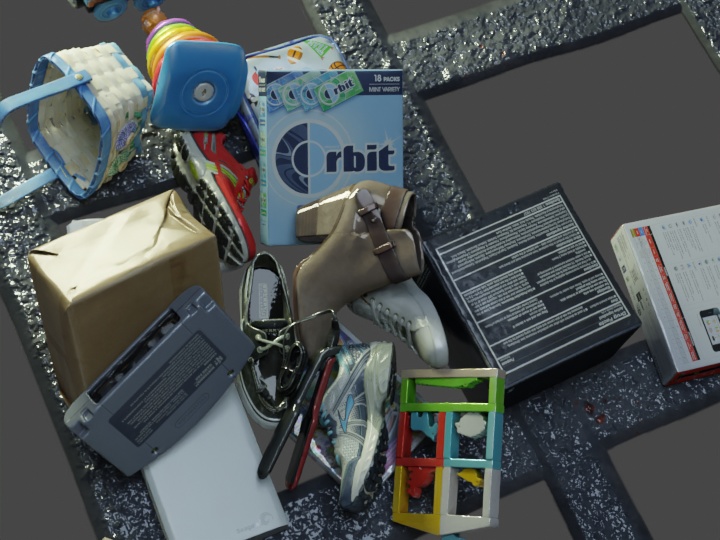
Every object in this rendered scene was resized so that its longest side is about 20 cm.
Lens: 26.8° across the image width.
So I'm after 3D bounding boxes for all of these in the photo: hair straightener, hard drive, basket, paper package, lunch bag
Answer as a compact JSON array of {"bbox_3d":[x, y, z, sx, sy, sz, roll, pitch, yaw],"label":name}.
[{"bbox_3d":[-0.074,0.135,1.657,0.076,0.041,0.202,20,90,-17],"label":"hair straightener"},{"bbox_3d":[-0.176,0.213,1.677,0.131,0.026,0.202,-17,70,-18],"label":"hard drive"},{"bbox_3d":[-0.341,-0.164,1.735,0.199,0.177,0.140,-27,69,-31],"label":"basket"},{"bbox_3d":[-0.243,0.045,1.633,0.189,0.202,0.103,-26,45,-23],"label":"paper package"},{"bbox_3d":[-0.074,-0.187,1.854,0.159,0.076,0.202,-21,72,-16],"label":"lunch bag"}]

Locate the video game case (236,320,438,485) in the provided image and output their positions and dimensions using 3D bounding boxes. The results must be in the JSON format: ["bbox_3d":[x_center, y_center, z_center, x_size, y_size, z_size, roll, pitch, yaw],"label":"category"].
[{"bbox_3d":[-0.024,0.151,1.738,0.200,0.018,0.143,41,66,9],"label":"video game case"}]

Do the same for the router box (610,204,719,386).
[{"bbox_3d":[0.426,0.026,1.865,0.177,0.049,0.202,-10,68,-15],"label":"router box"}]

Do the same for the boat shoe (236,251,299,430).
[{"bbox_3d":[-0.107,0.078,1.710,0.070,0.064,0.202,-4,67,-12],"label":"boat shoe"}]

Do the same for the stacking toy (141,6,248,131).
[{"bbox_3d":[-0.224,-0.263,1.838,0.109,0.117,0.200,0,34,-31],"label":"stacking toy"}]

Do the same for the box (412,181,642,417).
[{"bbox_3d":[0.185,0.038,1.771,0.198,0.124,0.200,-22,71,-18],"label":"box"}]

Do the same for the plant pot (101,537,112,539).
[{"bbox_3d":[-0.208,0.402,1.501,0.175,0.200,0.202,16,63,-15],"label":"plant pot"}]

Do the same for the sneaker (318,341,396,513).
[{"bbox_3d":[-0.011,0.174,1.692,0.085,0.078,0.202,4,61,11],"label":"sneaker"}]

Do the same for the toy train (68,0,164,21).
[{"bbox_3d":[-0.272,-0.382,1.881,0.198,0.114,0.087,-21,72,-19],"label":"toy train"}]

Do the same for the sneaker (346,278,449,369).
[{"bbox_3d":[0.035,0.051,1.748,0.084,0.073,0.201,-19,43,-15],"label":"sneaker"}]

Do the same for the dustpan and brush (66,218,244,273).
[{"bbox_3d":[-0.231,0.000,1.755,0.197,0.057,0.141,-9,79,-8],"label":"dustpan and brush"}]

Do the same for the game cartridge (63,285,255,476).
[{"bbox_3d":[-0.209,0.122,1.614,0.200,0.133,0.041,-45,54,-6],"label":"game cartridge"}]

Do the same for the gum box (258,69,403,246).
[{"bbox_3d":[-0.033,-0.133,1.770,0.168,0.045,0.203,-2,97,-17],"label":"gum box"}]

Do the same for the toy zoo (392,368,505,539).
[{"bbox_3d":[0.096,0.210,1.669,0.020,0.130,0.203,17,74,-52],"label":"toy zoo"}]

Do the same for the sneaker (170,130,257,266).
[{"bbox_3d":[-0.156,-0.095,1.784,0.084,0.077,0.201,-9,55,-27],"label":"sneaker"}]

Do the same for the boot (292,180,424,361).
[{"bbox_3d":[0.000,0.000,1.708,0.144,0.070,0.203,-3,91,17],"label":"boot"}]
